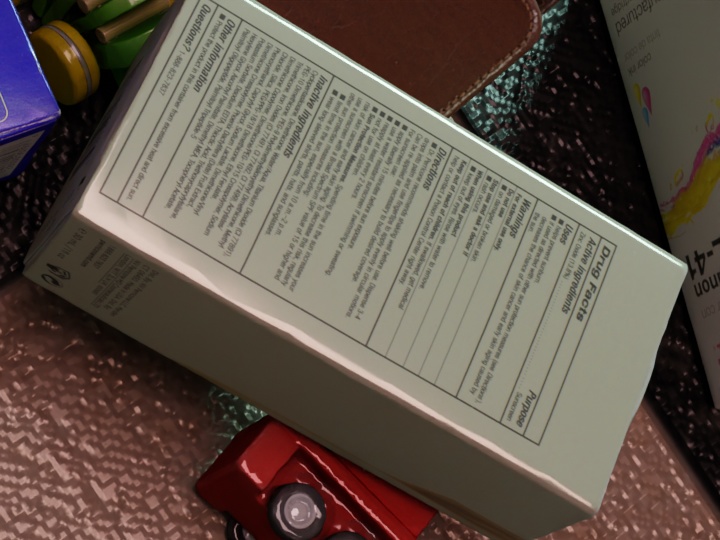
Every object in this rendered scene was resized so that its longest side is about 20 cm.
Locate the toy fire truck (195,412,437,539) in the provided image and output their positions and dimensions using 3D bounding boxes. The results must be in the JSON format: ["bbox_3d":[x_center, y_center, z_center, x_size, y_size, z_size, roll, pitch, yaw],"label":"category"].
[{"bbox_3d":[0.018,0.062,0.768,0.200,0.049,0.141,45,62,-6],"label":"toy fire truck"}]

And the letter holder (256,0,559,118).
[{"bbox_3d":[0.003,-0.168,0.755,0.200,0.142,0.101,47,23,-9],"label":"letter holder"}]

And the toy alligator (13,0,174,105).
[{"bbox_3d":[-0.113,-0.130,0.761,0.059,0.054,0.201,-33,90,-30],"label":"toy alligator"}]

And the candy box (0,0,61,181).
[{"bbox_3d":[-0.217,-0.106,0.693,0.168,0.077,0.201,-21,85,-28],"label":"candy box"}]

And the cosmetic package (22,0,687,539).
[{"bbox_3d":[0.000,0.000,0.709,0.199,0.071,0.106,32,64,-12],"label":"cosmetic package"}]

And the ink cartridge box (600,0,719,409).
[{"bbox_3d":[0.182,-0.061,0.826,0.085,0.148,0.201,-8,77,-26],"label":"ink cartridge box"}]
